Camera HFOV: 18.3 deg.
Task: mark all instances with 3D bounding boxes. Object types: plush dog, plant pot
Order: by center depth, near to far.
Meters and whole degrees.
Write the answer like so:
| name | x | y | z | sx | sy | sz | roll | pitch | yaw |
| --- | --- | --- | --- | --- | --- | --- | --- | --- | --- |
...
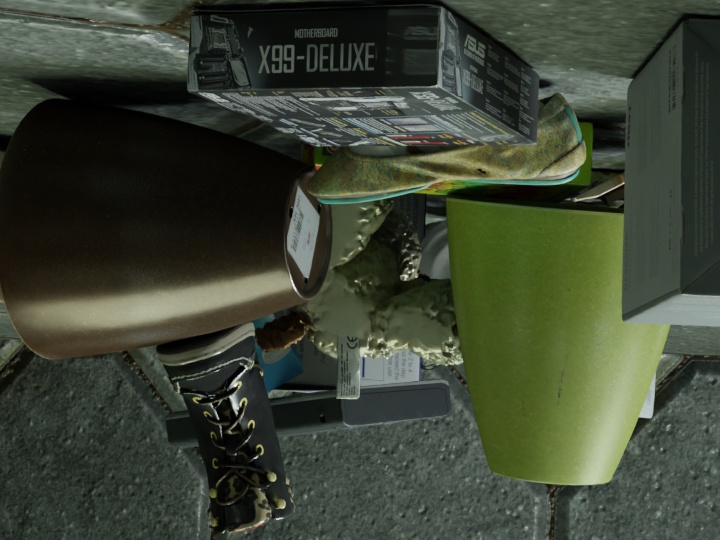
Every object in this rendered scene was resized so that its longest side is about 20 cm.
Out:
| name | x | y | z | sx | sy | sz | roll | pitch | yaw |
| --- | --- | --- | --- | --- | --- | --- | --- | --- | --- |
| plant pot | -0.128 | -0.028 | 1.584 | 0.198 | 0.189 | 0.187 | 1 | 174 | 21 |
| plant pot | 0.147 | 0.053 | 1.666 | 0.185 | 0.202 | 0.187 | 5 | -177 | 0 |
| plush dog | 0.000 | 0.000 | 1.788 | 0.160 | 0.201 | 0.172 | -34 | -174 | 18 |

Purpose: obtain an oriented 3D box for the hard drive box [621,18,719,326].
| name | x | y | z | sx | sy | sz | roll | pitch | yaw |
| --- | --- | --- | --- | --- | --- | --- | --- | --- | --- |
| hard drive box | 0.208 | -0.052 | 1.333 | 0.076 | 0.158 | 0.200 | 2 | 175 | -3 |

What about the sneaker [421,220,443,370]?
| name | x | y | z | sx | sy | sz | roll | pitch | yaw |
| --- | --- | --- | --- | --- | --- | --- | --- | --- | --- |
| sneaker | 0.077 | 0.026 | 2.095 | 0.069 | 0.100 | 0.200 | -2 | -154 | 22 |

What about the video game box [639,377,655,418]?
| name | x | y | z | sx | sy | sz | roll | pitch | yaw |
| --- | --- | --- | --- | --- | --- | --- | --- | --- | --- |
| video game box | 0.239 | 0.036 | 2.021 | 0.046 | 0.184 | 0.200 | 5 | 174 | 15 |

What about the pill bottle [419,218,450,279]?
| name | x | y | z | sx | sy | sz | roll | pitch | yaw |
| --- | --- | --- | --- | --- | --- | --- | --- | --- | --- |
| pill bottle | 0.127 | -0.003 | 1.978 | 0.111 | 0.113 | 0.200 | 1 | -174 | 20 |

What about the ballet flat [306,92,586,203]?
| name | x | y | z | sx | sy | sz | roll | pitch | yaw |
| --- | --- | --- | --- | --- | --- | --- | --- | --- | --- |
| ballet flat | 0.053 | -0.088 | 1.502 | 0.198 | 0.071 | 0.071 | -4 | 172 | 23 |

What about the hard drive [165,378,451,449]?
| name | x | y | z | sx | sy | sz | roll | pitch | yaw |
| --- | --- | --- | --- | --- | --- | --- | --- | --- | --- |
| hard drive | -0.044 | 0.119 | 1.855 | 0.199 | 0.033 | 0.139 | -11 | 175 | 40 |

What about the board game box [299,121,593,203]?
| name | x | y | z | sx | sy | sz | roll | pitch | yaw |
| --- | --- | --- | --- | --- | --- | --- | --- | --- | --- |
| board game box | 0.060 | -0.084 | 1.621 | 0.198 | 0.048 | 0.102 | 4 | 174 | -8 |

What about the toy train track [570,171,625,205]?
| name | x | y | z | sx | sy | sz | roll | pitch | yaw |
| --- | --- | --- | --- | --- | --- | --- | --- | --- | --- |
| toy train track | 0.203 | -0.060 | 1.613 | 0.114 | 0.033 | 0.200 | -27 | 180 | -5 |

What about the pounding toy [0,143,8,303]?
| name | x | y | z | sx | sy | sz | roll | pitch | yaw |
| --- | --- | --- | --- | --- | --- | --- | --- | --- | --- |
| pounding toy | -0.272 | -0.044 | 1.911 | 0.198 | 0.144 | 0.184 | 17 | 170 | -18 |

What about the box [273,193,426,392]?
| name | x | y | z | sx | sy | sz | roll | pitch | yaw |
| --- | --- | --- | --- | --- | --- | --- | --- | --- | --- |
| box | -0.053 | 0.012 | 1.945 | 0.198 | 0.186 | 0.105 | 6 | 171 | -25 |

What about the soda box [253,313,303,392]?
| name | x | y | z | sx | sy | sz | roll | pitch | yaw |
| --- | --- | --- | --- | --- | --- | --- | --- | --- | --- |
| soda box | -0.121 | 0.006 | 1.800 | 0.064 | 0.201 | 0.068 | -30 | -168 | 0 |

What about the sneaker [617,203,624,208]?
| name | x | y | z | sx | sy | sz | roll | pitch | yaw |
| --- | --- | --- | --- | --- | --- | --- | --- | --- | --- |
| sneaker | 0.247 | -0.038 | 1.761 | 0.103 | 0.061 | 0.200 | -5 | 163 | 13 |

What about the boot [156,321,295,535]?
| name | x | y | z | sx | sy | sz | roll | pitch | yaw |
| --- | --- | --- | --- | --- | --- | --- | --- | --- | --- |
| boot | -0.098 | 0.118 | 1.672 | 0.072 | 0.152 | 0.200 | -13 | 177 | -2 |

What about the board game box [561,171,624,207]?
| name | x | y | z | sx | sy | sz | roll | pitch | yaw |
| --- | --- | --- | --- | --- | --- | --- | --- | --- | --- |
| board game box | 0.233 | -0.060 | 1.866 | 0.198 | 0.033 | 0.120 | 3 | 178 | 1 |

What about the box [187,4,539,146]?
| name | x | y | z | sx | sy | sz | roll | pitch | yaw |
| --- | --- | --- | --- | --- | --- | --- | --- | --- | --- |
| box | 0.006 | -0.114 | 1.357 | 0.156 | 0.050 | 0.200 | 1 | 174 | 22 |
